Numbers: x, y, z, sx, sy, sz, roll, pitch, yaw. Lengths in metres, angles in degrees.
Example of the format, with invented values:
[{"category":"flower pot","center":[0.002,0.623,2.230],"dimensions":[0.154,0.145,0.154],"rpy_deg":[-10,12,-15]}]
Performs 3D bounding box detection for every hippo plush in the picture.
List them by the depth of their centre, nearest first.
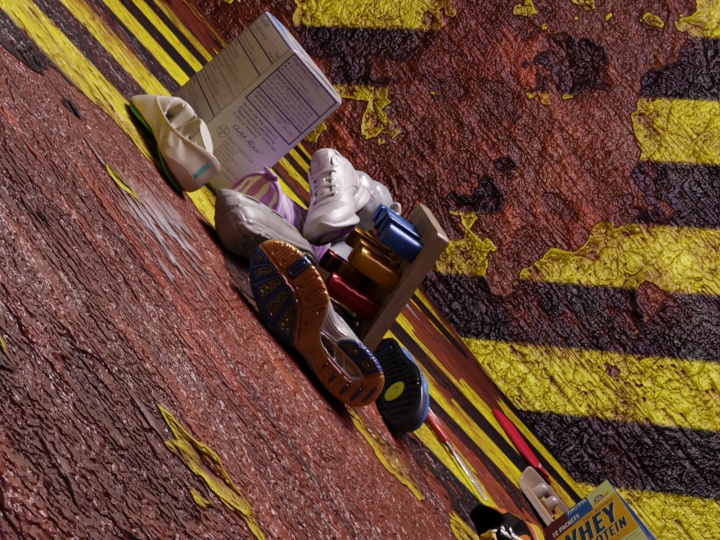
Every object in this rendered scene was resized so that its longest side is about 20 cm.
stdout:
[{"category":"hippo plush","center":[-0.012,-0.059,1.870],"dimensions":[0.160,0.161,0.200],"rpy_deg":[53,6,31]}]

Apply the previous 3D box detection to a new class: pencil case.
[{"category":"pencil case","center":[-0.099,-0.061,1.580],"dimensions":[0.084,0.086,0.200],"rpy_deg":[46,4,22]}]

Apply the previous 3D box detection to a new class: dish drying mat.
[{"category":"dish drying mat","center":[0.340,0.369,2.622],"dimensions":[0.077,0.018,0.200],"rpy_deg":[45,8,-37]}]

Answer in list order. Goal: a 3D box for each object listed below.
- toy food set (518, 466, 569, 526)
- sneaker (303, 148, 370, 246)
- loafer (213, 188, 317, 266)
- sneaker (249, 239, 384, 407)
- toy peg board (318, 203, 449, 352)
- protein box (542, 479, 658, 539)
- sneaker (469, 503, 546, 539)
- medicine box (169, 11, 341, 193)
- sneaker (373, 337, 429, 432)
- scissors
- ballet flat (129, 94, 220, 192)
[{"category":"toy food set","center":[0.356,0.427,2.121],"dimensions":[0.144,0.060,0.200],"rpy_deg":[48,3,-22]},{"category":"sneaker","center":[-0.045,-0.094,1.559],"dimensions":[0.100,0.074,0.200],"rpy_deg":[63,15,-15]},{"category":"loafer","center":[-0.108,-0.042,1.446],"dimensions":[0.200,0.070,0.070],"rpy_deg":[38,30,-64]},{"category":"sneaker","center":[-0.054,0.059,1.308],"dimensions":[0.201,0.075,0.088],"rpy_deg":[57,-6,-2]},{"category":"toy peg board","center":[0.000,0.000,1.497],"dimensions":[0.097,0.200,0.200],"rpy_deg":[33,9,-11]},{"category":"protein box","center":[0.417,0.474,1.934],"dimensions":[0.200,0.135,0.199],"rpy_deg":[48,6,-21]},{"category":"sneaker","center":[0.169,0.324,1.354],"dimensions":[0.090,0.070,0.200],"rpy_deg":[33,11,-17]},{"category":"medicine box","center":[-0.146,-0.217,1.627],"dimensions":[0.103,0.200,0.182],"rpy_deg":[46,7,-30]},{"category":"sneaker","center":[0.059,0.154,1.543],"dimensions":[0.079,0.066,0.200],"rpy_deg":[52,4,-22]},{"category":"scissors","center":[0.126,0.244,1.739],"dimensions":[0.200,0.014,0.073],"rpy_deg":[51,3,24]},{"category":"ballet flat","center":[-0.210,-0.159,1.438],"dimensions":[0.069,0.069,0.200],"rpy_deg":[45,8,-44]}]
